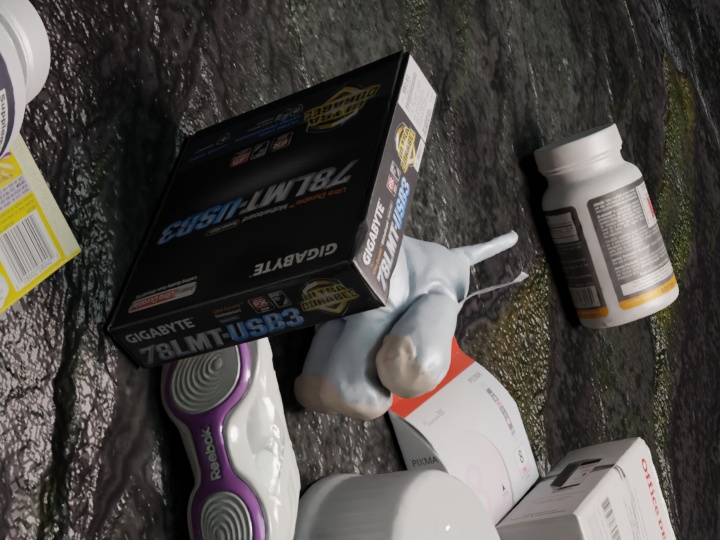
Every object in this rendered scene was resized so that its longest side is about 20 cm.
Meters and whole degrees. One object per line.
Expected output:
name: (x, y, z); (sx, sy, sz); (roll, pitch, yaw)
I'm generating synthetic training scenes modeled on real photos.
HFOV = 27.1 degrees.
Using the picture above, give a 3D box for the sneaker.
sneaker: (-0.085, 0.113, 1.022); (0.100, 0.074, 0.203); (28, 55, -69)

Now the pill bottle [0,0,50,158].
pill bottle: (-0.241, -0.084, 0.767); (0.112, 0.110, 0.200); (63, 28, -19)

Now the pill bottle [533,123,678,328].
pill bottle: (0.262, -0.048, 1.617); (0.116, 0.115, 0.202); (-29, 102, -59)

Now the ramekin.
ramekin: (0.035, 0.245, 1.116); (0.200, 0.097, 0.203); (33, 50, -49)

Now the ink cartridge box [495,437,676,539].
ink cartridge box: (0.210, 0.255, 1.340); (0.200, 0.082, 0.149); (-26, 99, -60)

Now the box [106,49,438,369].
box: (-0.055, -0.040, 0.997); (0.050, 0.198, 0.200); (52, 38, -32)

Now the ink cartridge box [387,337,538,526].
ink cartridge box: (0.083, 0.122, 1.304); (0.162, 0.056, 0.203); (-30, 107, -59)

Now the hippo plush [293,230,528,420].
hippo plush: (0.000, 0.000, 1.101); (0.161, 0.199, 0.160); (52, 14, -20)

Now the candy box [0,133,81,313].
candy box: (-0.240, -0.012, 0.845); (0.103, 0.026, 0.200); (62, 32, -13)
